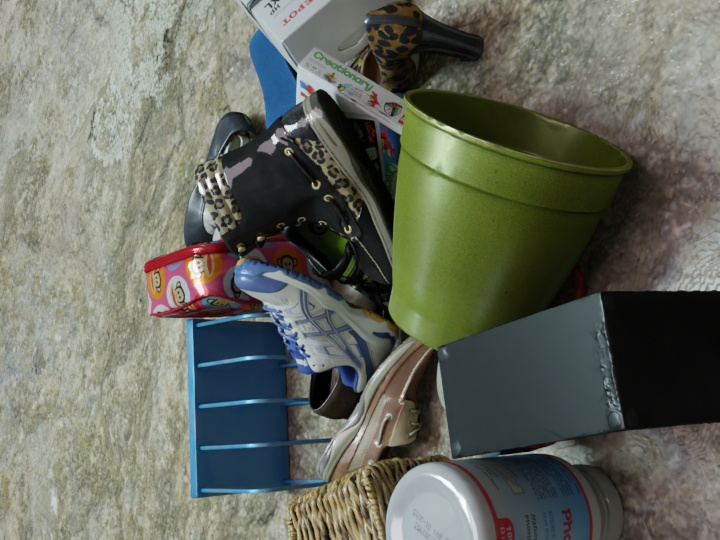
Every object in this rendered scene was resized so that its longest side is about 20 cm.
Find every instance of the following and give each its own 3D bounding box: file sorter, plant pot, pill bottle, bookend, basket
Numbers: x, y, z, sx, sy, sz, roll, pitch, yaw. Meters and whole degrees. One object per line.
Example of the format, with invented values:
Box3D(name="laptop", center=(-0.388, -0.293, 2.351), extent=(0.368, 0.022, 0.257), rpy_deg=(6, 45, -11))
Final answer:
Box3D(name="file sorter", center=(-0.106, 0.152, 1.116), extent=(0.122, 0.138, 0.203), rpy_deg=(-12, 77, 43))
Box3D(name="plant pot", center=(0.109, -0.034, 0.851), extent=(0.200, 0.199, 0.195), rpy_deg=(37, 120, 44))
Box3D(name="pill bottle", center=(0.124, 0.206, 0.794), extent=(0.108, 0.199, 0.110), rpy_deg=(-6, 82, 48))
Box3D(name="bookend", center=(0.197, 0.082, 0.753), extent=(0.200, 0.197, 0.093), rpy_deg=(-27, 67, 56))
Box3D(name="basket", center=(0.036, 0.291, 0.933), extent=(0.149, 0.142, 0.202), rpy_deg=(-36, 63, 44))

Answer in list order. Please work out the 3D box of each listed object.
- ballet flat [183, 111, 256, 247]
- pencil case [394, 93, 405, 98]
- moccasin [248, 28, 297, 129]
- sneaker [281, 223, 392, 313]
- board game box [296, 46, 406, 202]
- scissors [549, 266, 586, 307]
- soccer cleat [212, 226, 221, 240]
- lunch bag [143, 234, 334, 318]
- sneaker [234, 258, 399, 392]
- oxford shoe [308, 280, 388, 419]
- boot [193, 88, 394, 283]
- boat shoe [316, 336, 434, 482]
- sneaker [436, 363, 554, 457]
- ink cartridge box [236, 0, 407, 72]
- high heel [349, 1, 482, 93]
Box3D(name="ballet flat", center=(-0.180, -0.107, 1.276), extent=(0.073, 0.073, 0.202), rpy_deg=(33, 108, 45))
Box3D(name="pencil case", center=(0.018, -0.142, 1.038), extent=(0.199, 0.084, 0.094), rpy_deg=(9, 97, 48))
Box3D(name="moccasin", center=(-0.072, -0.208, 1.163), extent=(0.080, 0.068, 0.202), rpy_deg=(-26, 68, 36))
Box3D(name="sneaker", center=(0.000, 0.000, 1.002), extent=(0.199, 0.083, 0.071), rpy_deg=(35, 119, 2))
Box3D(name="board game box", center=(-0.008, -0.117, 0.974), extent=(0.126, 0.035, 0.201), rpy_deg=(33, 153, 12))
Box3D(name="scissors", center=(0.138, 0.029, 0.936), extent=(0.199, 0.014, 0.074), rpy_deg=(4, 90, 48))
Box3D(name="soccer cleat", center=(-0.129, -0.070, 1.194), extent=(0.073, 0.068, 0.201), rpy_deg=(52, 144, 17))
Box3D(name="lunch bag", center=(-0.143, 0.015, 1.123), extent=(0.175, 0.199, 0.083), rpy_deg=(-17, 79, 46))
Box3D(name="sneaker", center=(-0.049, 0.058, 0.974), extent=(0.075, 0.199, 0.089), rpy_deg=(18, 80, 61))
Box3D(name="oxford shoe", center=(-0.020, 0.063, 1.063), extent=(0.072, 0.084, 0.203), rpy_deg=(1, 85, 50))
Box3D(name="boot", center=(-0.051, -0.054, 0.921), extent=(0.149, 0.201, 0.073), rpy_deg=(-23, 28, 14))
Box3D(name="boat shoe", center=(0.032, 0.151, 1.014), extent=(0.072, 0.076, 0.201), rpy_deg=(35, 107, 13))
Box3D(name="sneaker", center=(0.126, 0.109, 0.901), extent=(0.200, 0.083, 0.076), rpy_deg=(-110, 23, -64))
Box3D(name="ink cartridge box", center=(-0.061, -0.325, 1.105), extent=(0.144, 0.084, 0.200), rpy_deg=(-40, 53, 2))
Box3D(name="high heel", center=(0.009, -0.230, 1.011), extent=(0.199, 0.142, 0.072), rpy_deg=(-7, 81, 48))
